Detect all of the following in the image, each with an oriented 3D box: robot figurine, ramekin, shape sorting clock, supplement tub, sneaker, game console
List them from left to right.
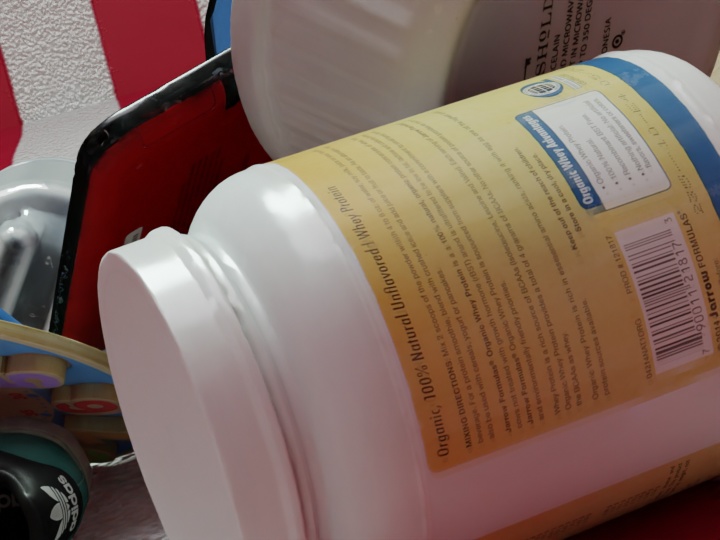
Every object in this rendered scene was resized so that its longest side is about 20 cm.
[{"bbox_3d":[-0.203,0.101,0.756,0.198,0.072,0.080,-14,7,0],"label":"sneaker"},{"bbox_3d":[-0.180,0.054,0.824,0.198,0.040,0.200,6,-20,2],"label":"shape sorting clock"},{"bbox_3d":[-0.177,-0.002,1.120,0.168,0.114,0.200,24,7,-8],"label":"robot figurine"},{"bbox_3d":[-0.084,-0.080,0.852,0.172,0.119,0.200,-33,-15,-25],"label":"game console"},{"bbox_3d":[0.030,0.022,0.639,0.199,0.146,0.144,-18,11,-19],"label":"supplement tub"},{"bbox_3d":[0.056,-0.099,0.754,0.201,0.204,0.094,-23,41,-35],"label":"ramekin"}]

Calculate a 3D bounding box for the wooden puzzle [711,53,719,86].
[{"bbox_3d":[0.173,-0.023,0.787,0.199,0.047,0.185,13,44,44],"label":"wooden puzzle"}]
